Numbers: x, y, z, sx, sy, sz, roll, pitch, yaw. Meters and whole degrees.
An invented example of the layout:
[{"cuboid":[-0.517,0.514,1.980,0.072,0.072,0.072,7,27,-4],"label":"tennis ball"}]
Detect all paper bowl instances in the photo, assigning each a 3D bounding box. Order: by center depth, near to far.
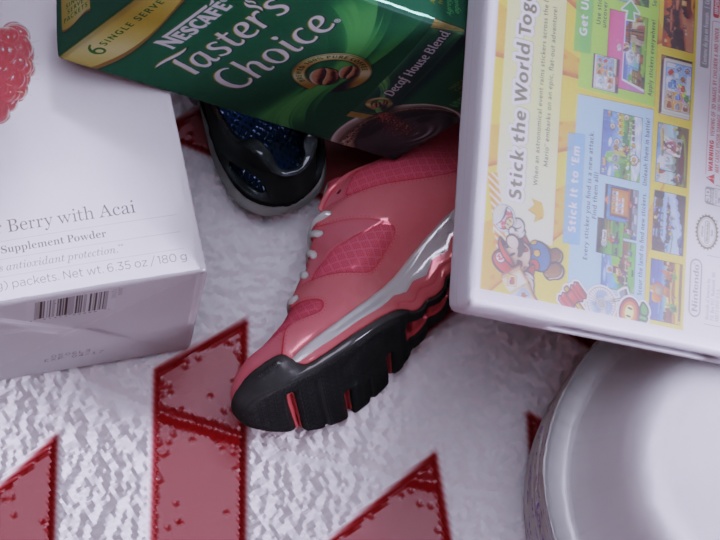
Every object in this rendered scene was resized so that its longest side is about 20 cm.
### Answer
[{"cuboid":[0.182,0.104,1.324,0.200,0.104,0.202,2,72,-7],"label":"paper bowl"}]

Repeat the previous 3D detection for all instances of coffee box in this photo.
[{"cuboid":[-0.025,-0.111,1.270,0.199,0.123,0.044,17,59,-37],"label":"coffee box"}]

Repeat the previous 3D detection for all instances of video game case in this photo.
[{"cuboid":[0.128,-0.064,1.268,0.181,0.023,0.201,11,74,-26],"label":"video game case"}]

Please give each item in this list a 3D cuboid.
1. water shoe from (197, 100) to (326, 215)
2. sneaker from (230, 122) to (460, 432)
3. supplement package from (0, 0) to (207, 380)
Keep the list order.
[{"cuboid":[-0.064,-0.127,1.385,0.071,0.079,0.201,-23,75,-14],"label":"water shoe"},{"cuboid":[0.000,0.000,1.365,0.200,0.074,0.087,-40,67,-22],"label":"sneaker"},{"cuboid":[-0.153,-0.064,1.330,0.121,0.120,0.201,-10,72,-10],"label":"supplement package"}]
